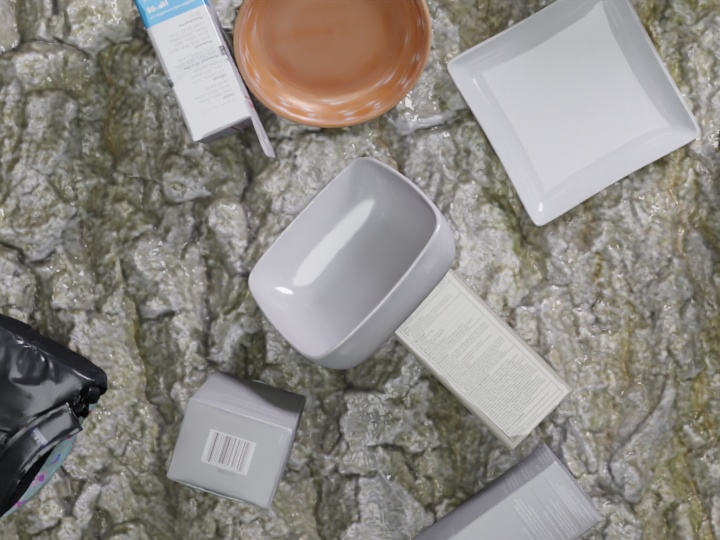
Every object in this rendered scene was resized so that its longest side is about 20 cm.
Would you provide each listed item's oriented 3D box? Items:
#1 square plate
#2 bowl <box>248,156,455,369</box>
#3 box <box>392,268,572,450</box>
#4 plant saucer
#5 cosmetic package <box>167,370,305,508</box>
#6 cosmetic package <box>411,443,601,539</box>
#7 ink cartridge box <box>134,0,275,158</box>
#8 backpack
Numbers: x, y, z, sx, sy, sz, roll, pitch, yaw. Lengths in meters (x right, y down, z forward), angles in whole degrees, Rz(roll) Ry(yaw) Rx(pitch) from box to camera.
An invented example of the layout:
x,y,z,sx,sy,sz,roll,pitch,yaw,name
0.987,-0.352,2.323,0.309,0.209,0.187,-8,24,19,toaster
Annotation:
x,y,z,sx,sy,sz,roll,pitch,yaw,name
0.222,-0.179,1.461,0.200,0.028,0.198,-30,94,2,square plate
0.000,0.000,1.409,0.200,0.200,0.075,-48,127,2,bowl
0.115,0.081,1.455,0.095,0.078,0.200,-44,93,4,box
-0.029,-0.239,1.416,0.200,0.037,0.200,-3,126,-4,plant saucer
-0.120,0.164,1.396,0.107,0.200,0.090,17,91,2,cosmetic package
0.142,0.276,1.456,0.200,0.107,0.090,-39,92,5,cosmetic package
-0.157,-0.195,1.418,0.067,0.116,0.200,-22,93,2,ink cartridge box
-0.362,0.164,1.442,0.167,0.127,0.200,29,95,10,backpack
